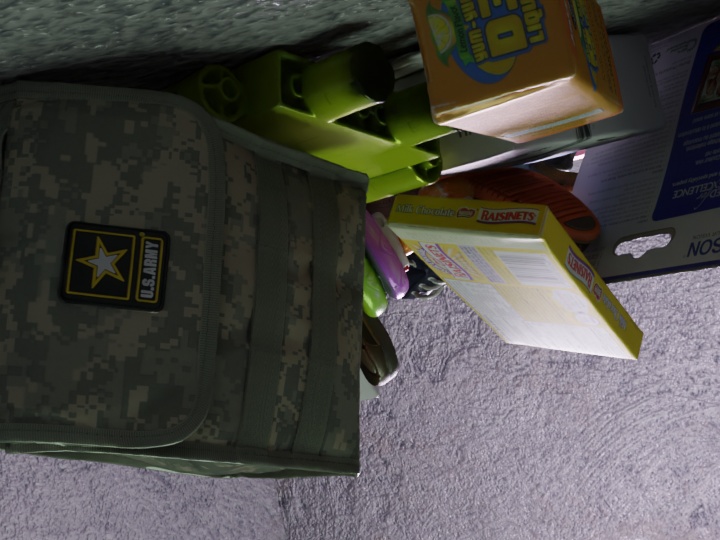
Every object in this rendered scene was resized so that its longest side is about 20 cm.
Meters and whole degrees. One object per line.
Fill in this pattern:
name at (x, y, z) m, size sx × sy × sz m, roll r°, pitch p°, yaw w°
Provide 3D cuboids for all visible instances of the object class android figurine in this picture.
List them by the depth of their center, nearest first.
android figurine at (-0.042, -0.072, 0.654) m, size 0.200 × 0.041 × 0.182 m, roll -15°, pitch 162°, yaw 41°

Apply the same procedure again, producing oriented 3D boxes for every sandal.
sandal at (0.000, 0.000, 0.879) m, size 0.055 × 0.082 × 0.200 m, roll -21°, pitch -138°, yaw -4°

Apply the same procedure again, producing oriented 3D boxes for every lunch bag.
lunch bag at (-0.094, 0.012, 0.562) m, size 0.118 × 0.164 × 0.200 m, roll -10°, pitch 163°, yaw 40°

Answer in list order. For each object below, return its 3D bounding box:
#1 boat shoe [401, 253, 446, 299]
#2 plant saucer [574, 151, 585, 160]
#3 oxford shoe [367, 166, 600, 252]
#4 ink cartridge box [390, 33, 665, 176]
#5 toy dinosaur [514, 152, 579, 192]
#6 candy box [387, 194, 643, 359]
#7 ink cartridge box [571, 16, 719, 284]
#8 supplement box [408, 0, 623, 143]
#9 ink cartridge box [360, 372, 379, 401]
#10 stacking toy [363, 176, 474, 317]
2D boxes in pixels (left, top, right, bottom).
boat shoe at (0.075, -0.011, 1.040) m, size 0.075 × 0.093 × 0.200 m, roll -25°, pitch -146°, yaw -32°
plant saucer at (0.195, -0.131, 1.117) m, size 0.200 × 0.051 × 0.201 m, roll -12°, pitch 179°, yaw 0°
oxford shoe at (0.081, -0.039, 0.835) m, size 0.071 × 0.073 × 0.200 m, roll -11°, pitch -153°, yaw -43°
ink cartridge box at (0.085, -0.101, 0.742) m, size 0.200 × 0.067 × 0.116 m, roll -13°, pitch -179°, yaw -42°
toy dinosaur at (0.099, -0.067, 0.953) m, size 0.181 × 0.200 × 0.105 m, roll -44°, pitch 163°, yaw -2°
candy box at (0.106, 0.008, 0.755) m, size 0.102 × 0.026 × 0.200 m, roll 9°, pitch 161°, yaw 33°
ink cartridge box at (0.217, -0.074, 0.771) m, size 0.047 × 0.200 × 0.198 m, roll 27°, pitch 161°, yaw -24°
supplement box at (0.079, -0.103, 0.557) m, size 0.069 × 0.067 × 0.200 m, roll -13°, pitch 180°, yaw 20°
ink cartridge box at (-0.083, 0.023, 1.024) m, size 0.147 × 0.145 × 0.200 m, roll -14°, pitch 144°, yaw 11°
stacking toy at (-0.010, -0.003, 0.777) m, size 0.200 × 0.110 × 0.116 m, roll -30°, pitch 165°, yaw -3°
